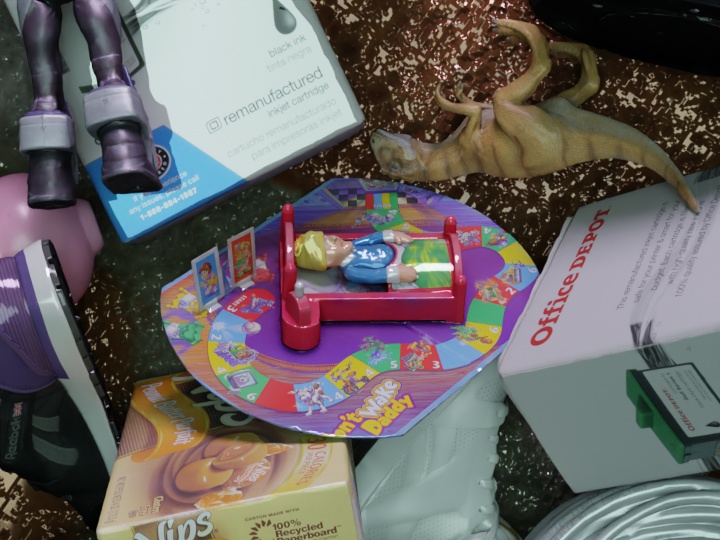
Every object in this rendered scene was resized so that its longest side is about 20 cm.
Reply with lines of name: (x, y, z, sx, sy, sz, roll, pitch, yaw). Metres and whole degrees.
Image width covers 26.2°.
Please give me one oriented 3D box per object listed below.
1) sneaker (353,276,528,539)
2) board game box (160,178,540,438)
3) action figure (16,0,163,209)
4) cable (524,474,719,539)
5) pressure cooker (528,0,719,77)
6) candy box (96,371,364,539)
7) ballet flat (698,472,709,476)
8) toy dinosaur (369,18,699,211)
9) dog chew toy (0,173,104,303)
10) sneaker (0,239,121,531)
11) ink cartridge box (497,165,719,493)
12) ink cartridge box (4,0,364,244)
sneaker: (0.061, 0.110, 0.840, 0.115, 0.074, 0.201, 36, 100, -3)
board game box: (0.000, 0.000, 0.776, 0.157, 0.039, 0.199, 31, 47, 30)
action figure: (-0.144, -0.134, 0.749, 0.128, 0.069, 0.203, -7, 88, 9)
cable: (0.159, 0.202, 0.773, 0.197, 0.069, 0.203, 4, 92, 3)
pressure cooker: (0.184, -0.210, 0.773, 0.175, 0.178, 0.203, 13, 88, -42)
candy box: (-0.060, 0.100, 0.767, 0.114, 0.200, 0.056, -10, 105, 0)
ballet flat: (0.143, 0.188, 0.836, 0.075, 0.068, 0.202, 18, 89, 23)
toy dinosaur: (0.102, -0.075, 0.824, 0.198, 0.060, 0.108, 1, 76, 34)
dog chew toy: (-0.232, 0.009, 0.811, 0.198, 0.125, 0.126, -20, 92, -9)
sneaker: (-0.173, 0.070, 0.788, 0.087, 0.076, 0.201, -19, 136, -9)
ink cartridge box: (0.183, 0.016, 0.732, 0.199, 0.147, 0.085, -17, 117, 38)
ink cartridge box: (-0.103, -0.135, 0.821, 0.145, 0.084, 0.202, -27, 92, 1)
